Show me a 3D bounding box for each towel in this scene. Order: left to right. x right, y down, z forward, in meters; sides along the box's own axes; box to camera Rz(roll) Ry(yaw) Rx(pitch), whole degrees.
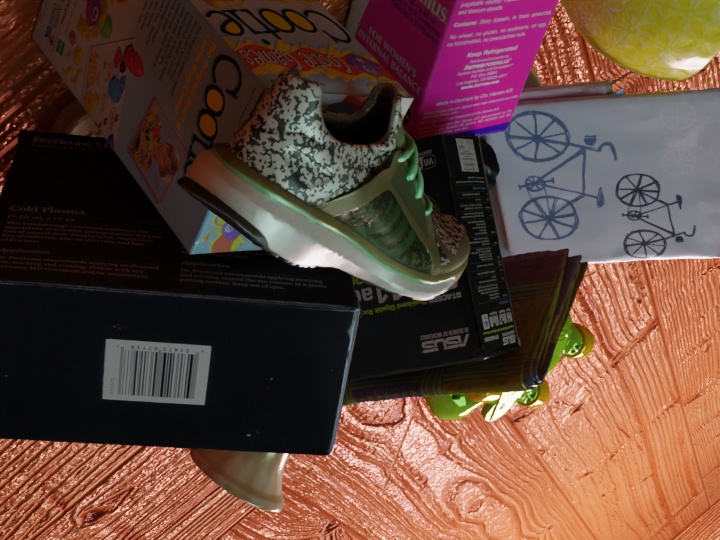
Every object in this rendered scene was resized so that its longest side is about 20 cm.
[{"bbox_3d":[0.064,0.046,0.849,0.023,0.200,0.144,58,39,-29],"label":"towel"}]

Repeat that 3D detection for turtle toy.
[{"bbox_3d":[0.149,0.093,1.227,0.200,0.101,0.146,-51,147,18],"label":"turtle toy"}]

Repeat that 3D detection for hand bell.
[{"bbox_3d":[-0.063,0.115,1.068,0.200,0.104,0.104,-57,147,4],"label":"hand bell"}]

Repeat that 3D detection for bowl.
[{"bbox_3d":[0.185,-0.238,0.800,0.107,0.200,0.200,2,135,-12],"label":"bowl"}]

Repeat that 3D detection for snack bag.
[{"bbox_3d":[0.203,-0.075,0.902,0.200,0.021,0.189,-2,137,18],"label":"snack bag"}]

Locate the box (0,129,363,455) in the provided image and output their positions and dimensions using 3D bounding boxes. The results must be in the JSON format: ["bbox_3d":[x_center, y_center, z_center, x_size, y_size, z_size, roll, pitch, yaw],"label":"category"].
[{"bbox_3d":[-0.113,0.008,0.669,0.200,0.182,0.104,5,121,-10],"label":"box"}]

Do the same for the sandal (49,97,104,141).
[{"bbox_3d":[-0.104,-0.075,0.779,0.211,0.070,0.078,-4,134,-44],"label":"sandal"}]

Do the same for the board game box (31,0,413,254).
[{"bbox_3d":[-0.083,-0.113,0.628,0.103,0.200,0.105,-5,135,-43],"label":"board game box"}]

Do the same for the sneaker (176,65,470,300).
[{"bbox_3d":[0.008,-0.044,0.555,0.200,0.077,0.089,12,114,-55],"label":"sneaker"}]

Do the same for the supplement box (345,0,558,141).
[{"bbox_3d":[0.068,-0.196,0.779,0.103,0.101,0.200,-14,140,-34],"label":"supplement box"}]

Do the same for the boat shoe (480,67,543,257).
[{"bbox_3d":[0.128,-0.105,0.991,0.071,0.091,0.201,-1,126,8],"label":"boat shoe"}]

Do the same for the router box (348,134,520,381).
[{"bbox_3d":[0.000,0.000,0.799,0.200,0.150,0.062,-13,178,31],"label":"router box"}]

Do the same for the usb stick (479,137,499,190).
[{"bbox_3d":[0.028,-0.018,0.847,0.033,0.055,0.200,36,117,-17],"label":"usb stick"}]
